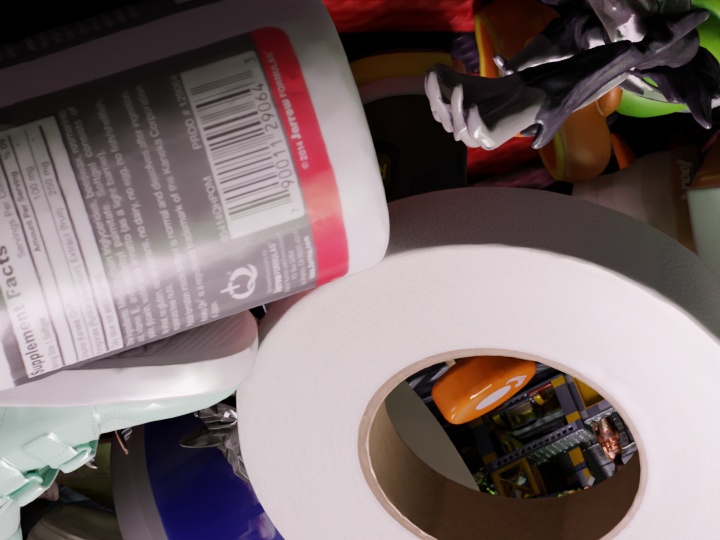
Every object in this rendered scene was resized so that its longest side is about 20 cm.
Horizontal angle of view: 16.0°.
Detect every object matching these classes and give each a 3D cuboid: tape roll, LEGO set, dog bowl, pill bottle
[{"bbox_3d":[0.054,0.058,0.946,0.202,0.037,0.203,6,130,7],"label":"tape roll"},{"bbox_3d":[0.156,0.111,1.364,0.200,0.116,0.154,-24,157,6],"label":"LEGO set"},{"bbox_3d":[-0.016,0.118,1.124,0.079,0.200,0.200,-34,154,21],"label":"dog bowl"},{"bbox_3d":[-0.100,-0.024,0.853,0.199,0.111,0.111,-18,157,-8],"label":"pill bottle"}]

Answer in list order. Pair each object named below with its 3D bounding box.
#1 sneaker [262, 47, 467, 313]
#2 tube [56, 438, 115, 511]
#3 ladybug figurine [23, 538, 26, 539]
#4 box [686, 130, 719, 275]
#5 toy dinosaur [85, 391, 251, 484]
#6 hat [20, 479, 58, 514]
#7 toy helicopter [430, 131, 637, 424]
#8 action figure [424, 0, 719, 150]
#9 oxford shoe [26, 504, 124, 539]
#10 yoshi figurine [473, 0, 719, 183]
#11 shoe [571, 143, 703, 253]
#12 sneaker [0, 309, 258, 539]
[{"bbox_3d":[0.000,0.000,1.005,0.074,0.085,0.200,-1,146,-9],"label":"sneaker"},{"bbox_3d":[-0.088,0.106,1.232,0.058,0.052,0.200,-44,151,5],"label":"tube"},{"bbox_3d":[-0.175,0.187,1.224,0.136,0.072,0.200,-30,122,11],"label":"ladybug figurine"},{"bbox_3d":[0.207,-0.013,1.023,0.124,0.098,0.200,-8,-169,15],"label":"box"},{"bbox_3d":[-0.104,0.029,1.003,0.135,0.103,0.200,4,171,-16],"label":"toy dinosaur"},{"bbox_3d":[-0.223,0.118,1.039,0.200,0.081,0.201,-2,158,-1],"label":"hat"},{"bbox_3d":[0.093,0.001,1.158,0.132,0.079,0.200,-38,164,14],"label":"toy helicopter"},{"bbox_3d":[0.052,-0.105,0.811,0.102,0.119,0.200,-25,145,1],"label":"action figure"},{"bbox_3d":[-0.114,0.141,1.151,0.075,0.058,0.200,16,179,7],"label":"oxford shoe"},{"bbox_3d":[0.151,-0.081,0.966,0.199,0.113,0.112,-19,165,-11],"label":"yoshi figurine"},{"bbox_3d":[0.133,0.005,1.094,0.053,0.070,0.200,-12,151,10],"label":"shoe"},{"bbox_3d":[-0.119,0.072,0.935,0.200,0.074,0.118,-10,116,16],"label":"sneaker"}]
